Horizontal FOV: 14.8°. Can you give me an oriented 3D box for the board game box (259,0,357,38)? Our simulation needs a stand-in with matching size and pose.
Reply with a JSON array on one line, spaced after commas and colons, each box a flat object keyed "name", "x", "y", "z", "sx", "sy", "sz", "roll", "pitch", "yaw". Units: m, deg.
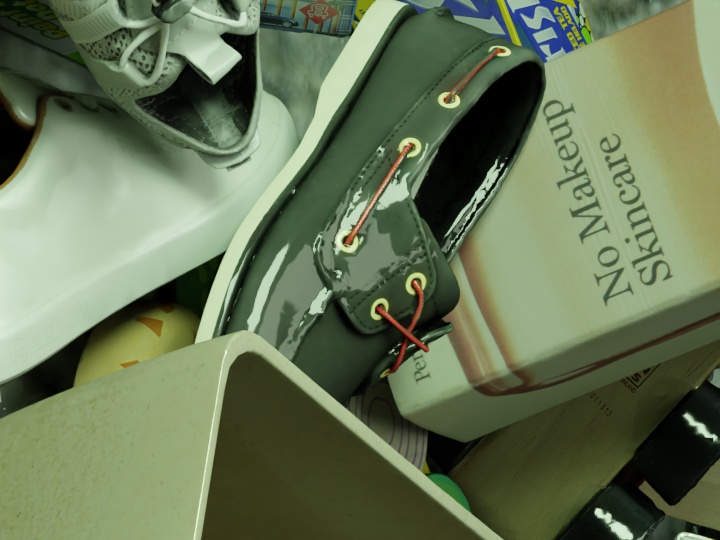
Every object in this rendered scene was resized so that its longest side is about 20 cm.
[{"name": "board game box", "x": -0.010, "y": -0.206, "z": 0.847, "sx": 0.200, "sy": 0.062, "sz": 0.200, "roll": 112, "pitch": -15, "yaw": -67}]

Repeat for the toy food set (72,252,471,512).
[{"name": "toy food set", "x": -0.031, "y": 0.074, "z": 0.938, "sx": 0.198, "sy": 0.049, "sz": 0.200, "roll": -53, "pitch": 126, "yaw": -50}]

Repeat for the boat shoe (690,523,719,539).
[{"name": "boat shoe", "x": 0.180, "y": 0.114, "z": 1.270, "sx": 0.071, "sy": 0.072, "sz": 0.200, "roll": 70, "pitch": 21, "yaw": -3}]

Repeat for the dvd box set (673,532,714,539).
[{"name": "dvd box set", "x": 0.098, "y": 0.182, "z": 1.013, "sx": 0.200, "sy": 0.029, "sz": 0.146, "roll": 94, "pitch": 13, "yaw": -76}]

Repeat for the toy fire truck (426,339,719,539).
[{"name": "toy fire truck", "x": 0.131, "y": 0.044, "z": 1.106, "sx": 0.129, "sy": 0.176, "sz": 0.200, "roll": 42, "pitch": 9, "yaw": 8}]

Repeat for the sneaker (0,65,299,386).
[{"name": "sneaker", "x": -0.085, "y": -0.036, "z": 0.853, "sx": 0.200, "sy": 0.073, "sz": 0.085, "roll": -39, "pitch": 118, "yaw": -54}]

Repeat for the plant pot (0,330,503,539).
[{"name": "plant pot", "x": -0.069, "y": 0.154, "z": 0.730, "sx": 0.200, "sy": 0.177, "sz": 0.200, "roll": 42, "pitch": 49, "yaw": -47}]

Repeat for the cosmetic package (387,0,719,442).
[{"name": "cosmetic package", "x": 0.099, "y": -0.025, "z": 0.961, "sx": 0.103, "sy": 0.200, "sz": 0.087, "roll": 69, "pitch": 14, "yaw": 15}]

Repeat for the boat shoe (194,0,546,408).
[{"name": "boat shoe", "x": 0.000, "y": -0.002, "z": 0.874, "sx": 0.074, "sy": 0.063, "sz": 0.201, "roll": 82, "pitch": 30, "yaw": -54}]

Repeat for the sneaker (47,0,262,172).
[{"name": "sneaker", "x": -0.056, "y": -0.092, "z": 0.766, "sx": 0.082, "sy": 0.075, "sz": 0.200, "roll": 56, "pitch": -2, "yaw": 20}]

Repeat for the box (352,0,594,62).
[{"name": "box", "x": 0.041, "y": -0.103, "z": 1.079, "sx": 0.064, "sy": 0.070, "sz": 0.200, "roll": -52, "pitch": 126, "yaw": -52}]

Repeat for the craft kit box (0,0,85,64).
[{"name": "craft kit box", "x": -0.110, "y": -0.180, "z": 0.879, "sx": 0.197, "sy": 0.048, "sz": 0.200, "roll": 21, "pitch": 65, "yaw": -52}]
